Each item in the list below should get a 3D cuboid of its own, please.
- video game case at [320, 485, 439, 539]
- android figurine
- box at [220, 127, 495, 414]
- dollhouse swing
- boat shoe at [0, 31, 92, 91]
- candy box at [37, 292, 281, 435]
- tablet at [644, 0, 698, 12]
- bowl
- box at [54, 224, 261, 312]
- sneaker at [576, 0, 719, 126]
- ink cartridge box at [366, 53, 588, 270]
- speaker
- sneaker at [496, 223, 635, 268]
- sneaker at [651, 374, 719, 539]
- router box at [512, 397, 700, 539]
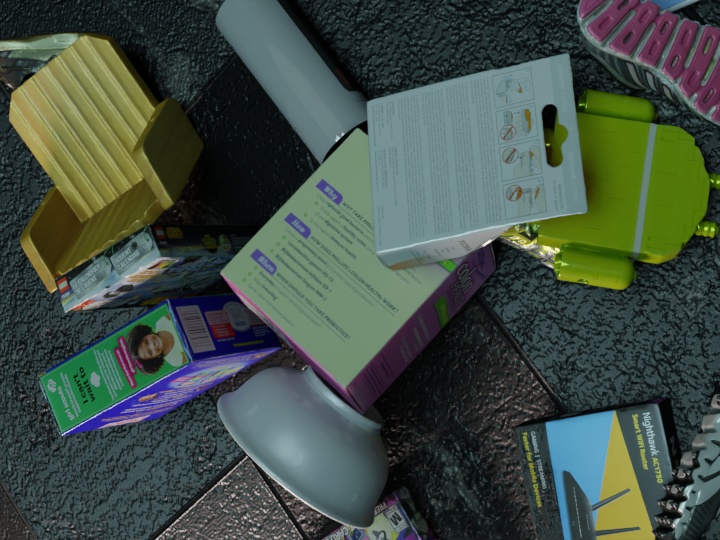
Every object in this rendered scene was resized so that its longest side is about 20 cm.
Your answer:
[{"bbox_3d":[0.017,0.354,1.376,0.199,0.036,0.182,-37,78,26],"label":"video game case"},{"bbox_3d":[0.230,-0.075,1.187,0.198,0.041,0.184,8,77,4],"label":"android figurine"},{"bbox_3d":[0.000,0.000,1.268,0.176,0.097,0.200,40,82,22],"label":"box"},{"bbox_3d":[-0.308,-0.126,1.426,0.199,0.182,0.176,-30,114,26],"label":"dollhouse swing"},{"bbox_3d":[-0.387,-0.235,1.517,0.198,0.073,0.066,-5,87,28],"label":"boat shoe"},{"bbox_3d":[-0.214,0.099,1.401,0.199,0.169,0.078,-31,77,26],"label":"candy box"},{"bbox_3d":[0.315,-0.317,1.171,0.198,0.014,0.131,-20,85,29],"label":"tablet"},{"bbox_3d":[-0.040,0.158,1.311,0.201,0.201,0.091,41,97,19],"label":"bowl"},{"bbox_3d":[-0.203,-0.004,1.368,0.136,0.199,0.040,-28,78,26],"label":"box"},{"bbox_3d":[0.279,-0.188,1.174,0.199,0.087,0.074,29,90,0],"label":"sneaker"},{"bbox_3d":[0.106,-0.099,1.189,0.198,0.050,0.164,-10,67,17],"label":"ink cartridge box"},{"bbox_3d":[-0.064,-0.203,1.344,0.081,0.081,0.201,-43,74,24],"label":"speaker"},{"bbox_3d":[0.166,-0.042,1.239,0.198,0.076,0.076,19,101,24],"label":"sneaker"},{"bbox_3d":[0.330,0.177,1.155,0.090,0.066,0.202,26,84,2],"label":"sneaker"},{"bbox_3d":[0.239,0.232,1.237,0.148,0.051,0.202,-14,88,27],"label":"router box"}]
